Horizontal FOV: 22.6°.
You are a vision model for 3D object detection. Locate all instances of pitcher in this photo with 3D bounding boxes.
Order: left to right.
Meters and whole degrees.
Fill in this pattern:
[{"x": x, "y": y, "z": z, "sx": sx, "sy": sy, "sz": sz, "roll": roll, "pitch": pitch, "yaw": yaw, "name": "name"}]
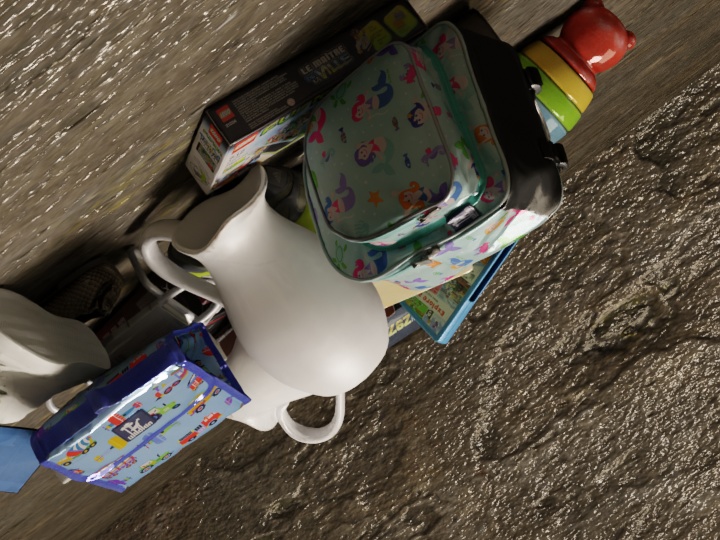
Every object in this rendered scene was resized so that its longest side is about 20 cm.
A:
[{"x": -0.084, "y": 0.017, "z": 1.564, "sx": 0.172, "sy": 0.200, "sz": 0.121, "roll": -13, "pitch": -142, "yaw": 45, "name": "pitcher"}, {"x": -0.056, "y": 0.092, "z": 1.856, "sx": 0.200, "sy": 0.172, "sz": 0.121, "roll": -44, "pitch": -151, "yaw": 32, "name": "pitcher"}]

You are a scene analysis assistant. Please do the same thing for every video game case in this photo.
[{"x": 0.096, "y": -0.048, "z": 1.773, "sx": 0.018, "sy": 0.143, "sz": 0.200, "roll": 18, "pitch": 112, "yaw": -46, "name": "video game case"}]

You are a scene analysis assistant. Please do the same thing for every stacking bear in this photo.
[{"x": 0.213, "y": -0.211, "z": 2.003, "sx": 0.200, "sy": 0.121, "sz": 0.114, "roll": -46, "pitch": 180, "yaw": 4, "name": "stacking bear"}]

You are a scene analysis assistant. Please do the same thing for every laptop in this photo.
[{"x": -0.418, "y": 0.228, "z": 1.789, "sx": 0.200, "sy": 0.116, "sz": 0.187, "roll": -54, "pitch": -175, "yaw": -36, "name": "laptop"}]

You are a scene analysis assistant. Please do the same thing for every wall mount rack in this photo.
[{"x": -0.208, "y": 0.060, "z": 1.692, "sx": 0.200, "sy": 0.075, "sz": 0.174, "roll": -37, "pitch": 146, "yaw": 9, "name": "wall mount rack"}]

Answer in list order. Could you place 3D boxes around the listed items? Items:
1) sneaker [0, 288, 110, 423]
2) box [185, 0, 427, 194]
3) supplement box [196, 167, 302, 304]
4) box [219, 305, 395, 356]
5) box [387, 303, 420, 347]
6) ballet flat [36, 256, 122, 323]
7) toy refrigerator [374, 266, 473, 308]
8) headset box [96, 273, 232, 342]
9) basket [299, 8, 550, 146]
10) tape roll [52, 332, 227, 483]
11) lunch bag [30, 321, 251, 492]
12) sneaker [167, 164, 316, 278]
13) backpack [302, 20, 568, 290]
[{"x": -0.300, "y": 0.081, "z": 1.501, "sx": 0.116, "sy": 0.074, "sz": 0.200, "roll": -32, "pitch": 158, "yaw": 9, "name": "sneaker"}, {"x": -0.045, "y": -0.141, "z": 1.462, "sx": 0.200, "sy": 0.035, "sz": 0.110, "roll": -33, "pitch": 173, "yaw": -21, "name": "box"}, {"x": -0.084, "y": -0.048, "z": 1.813, "sx": 0.200, "sy": 0.061, "sz": 0.109, "roll": -30, "pitch": 172, "yaw": -46, "name": "supplement box"}, {"x": -0.070, "y": 0.027, "z": 1.950, "sx": 0.200, "sy": 0.100, "sz": 0.075, "roll": -12, "pitch": -170, "yaw": 35, "name": "box"}, {"x": -0.001, "y": 0.005, "z": 2.059, "sx": 0.158, "sy": 0.200, "sz": 0.051, "roll": -34, "pitch": 137, "yaw": -21, "name": "box"}, {"x": -0.291, "y": 0.062, "z": 1.598, "sx": 0.200, "sy": 0.046, "sz": 0.067, "roll": -36, "pitch": 173, "yaw": 4, "name": "ballet flat"}, {"x": 0.000, "y": 0.000, "z": 1.715, "sx": 0.200, "sy": 0.070, "sz": 0.076, "roll": -23, "pitch": -151, "yaw": 1, "name": "toy refrigerator"}, {"x": -0.193, "y": 0.052, "z": 1.899, "sx": 0.200, "sy": 0.075, "sz": 0.149, "roll": -42, "pitch": 172, "yaw": 39, "name": "headset box"}, {"x": 0.056, "y": -0.128, "z": 1.673, "sx": 0.200, "sy": 0.136, "sz": 0.180, "roll": -32, "pitch": 163, "yaw": 2, "name": "basket"}, {"x": -0.221, "y": 0.135, "z": 1.769, "sx": 0.203, "sy": 0.037, "sz": 0.203, "roll": -37, "pitch": 179, "yaw": -1, "name": "tape roll"}, {"x": -0.199, "y": 0.112, "z": 1.558, "sx": 0.151, "sy": 0.094, "sz": 0.200, "roll": -35, "pitch": 168, "yaw": 4, "name": "lunch bag"}, {"x": -0.114, "y": -0.052, "z": 1.636, "sx": 0.081, "sy": 0.074, "sz": 0.200, "roll": 26, "pitch": 142, "yaw": -37, "name": "sneaker"}, {"x": 0.041, "y": -0.081, "z": 1.438, "sx": 0.151, "sy": 0.178, "sz": 0.200, "roll": 4, "pitch": 151, "yaw": -43, "name": "backpack"}]
